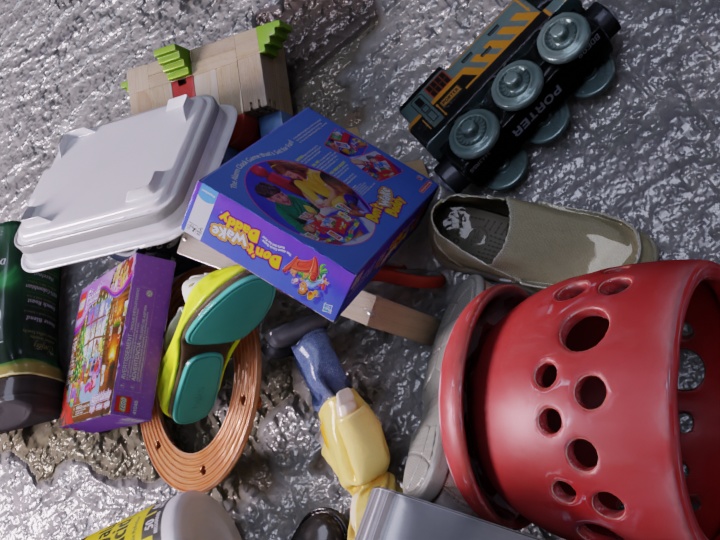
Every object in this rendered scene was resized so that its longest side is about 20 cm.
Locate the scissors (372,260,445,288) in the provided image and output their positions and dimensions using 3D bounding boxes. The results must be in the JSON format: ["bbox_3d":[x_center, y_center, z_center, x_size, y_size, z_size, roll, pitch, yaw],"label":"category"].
[{"bbox_3d":[0.000,0.000,0.926,0.073,0.200,0.014,19,98,29],"label":"scissors"}]

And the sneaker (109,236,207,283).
[{"bbox_3d":[-0.143,-0.050,1.064,0.199,0.108,0.070,-26,62,18],"label":"sneaker"}]

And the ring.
[{"bbox_3d":[-0.142,0.097,1.036,0.200,0.019,0.202,-15,71,49],"label":"ring"}]

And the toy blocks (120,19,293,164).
[{"bbox_3d":[-0.141,-0.141,1.113,0.199,0.100,0.138,-13,81,24],"label":"toy blocks"}]

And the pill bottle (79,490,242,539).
[{"bbox_3d":[-0.204,0.275,0.995,0.199,0.111,0.112,-27,64,17],"label":"pill bottle"}]

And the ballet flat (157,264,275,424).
[{"bbox_3d":[-0.127,0.044,0.943,0.067,0.066,0.200,63,140,32],"label":"ballet flat"}]

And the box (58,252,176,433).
[{"bbox_3d":[-0.223,0.071,1.046,0.200,0.039,0.138,-22,58,61],"label":"box"}]

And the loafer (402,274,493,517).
[{"bbox_3d":[0.086,0.101,0.925,0.072,0.063,0.201,-42,26,56],"label":"loafer"}]

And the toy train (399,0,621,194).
[{"bbox_3d":[0.124,-0.157,0.981,0.200,0.085,0.114,-47,50,7],"label":"toy train"}]

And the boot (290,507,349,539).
[{"bbox_3d":[-0.090,0.273,0.900,0.069,0.174,0.201,23,86,31],"label":"boot"}]

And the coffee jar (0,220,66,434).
[{"bbox_3d":[-0.347,0.059,1.151,0.104,0.085,0.201,-17,68,22],"label":"coffee jar"}]

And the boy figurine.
[{"bbox_3d":[-0.015,0.138,0.948,0.064,0.124,0.201,-19,78,-18],"label":"boy figurine"}]

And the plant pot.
[{"bbox_3d":[0.165,0.099,0.814,0.181,0.200,0.202,-7,71,33],"label":"plant pot"}]

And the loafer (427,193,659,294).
[{"bbox_3d":[0.137,-0.019,0.934,0.199,0.068,0.076,8,78,29],"label":"loafer"}]

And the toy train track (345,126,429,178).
[{"bbox_3d":[-0.037,-0.060,1.015,0.199,0.033,0.115,-13,66,-15],"label":"toy train track"}]

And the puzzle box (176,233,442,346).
[{"bbox_3d":[-0.041,0.014,0.978,0.199,0.133,0.026,20,88,31],"label":"puzzle box"}]

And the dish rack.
[{"bbox_3d":[-0.215,-0.085,1.028,0.199,0.044,0.172,-12,44,27],"label":"dish rack"}]

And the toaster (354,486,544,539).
[{"bbox_3d":[0.065,0.232,0.804,0.199,0.181,0.119,17,77,6],"label":"toaster"}]

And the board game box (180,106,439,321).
[{"bbox_3d":[-0.032,-0.052,0.911,0.134,0.200,0.045,31,121,7],"label":"board game box"}]
